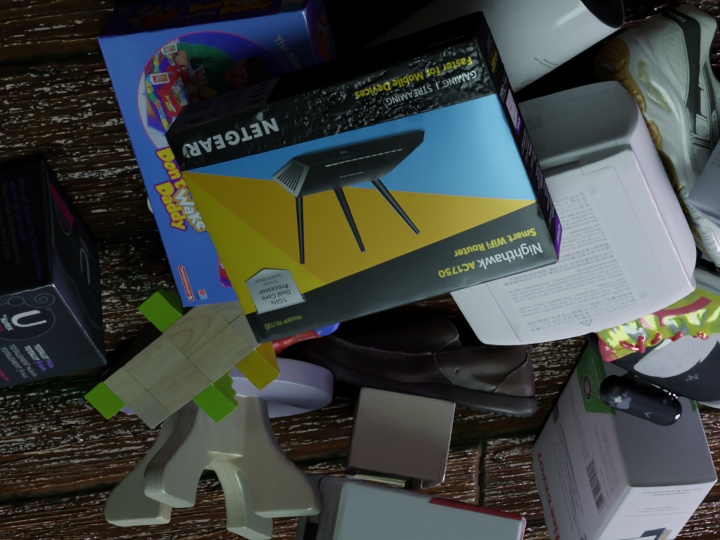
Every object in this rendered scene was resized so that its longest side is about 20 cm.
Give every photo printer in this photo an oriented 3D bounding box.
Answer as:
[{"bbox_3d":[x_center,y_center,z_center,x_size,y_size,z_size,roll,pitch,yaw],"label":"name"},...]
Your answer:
[{"bbox_3d":[0.126,-0.026,1.243,0.165,0.070,0.200,-16,143,16],"label":"photo printer"}]

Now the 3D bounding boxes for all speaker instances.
[{"bbox_3d":[0.067,-0.139,1.206,0.199,0.082,0.081,-30,142,30],"label":"speaker"}]

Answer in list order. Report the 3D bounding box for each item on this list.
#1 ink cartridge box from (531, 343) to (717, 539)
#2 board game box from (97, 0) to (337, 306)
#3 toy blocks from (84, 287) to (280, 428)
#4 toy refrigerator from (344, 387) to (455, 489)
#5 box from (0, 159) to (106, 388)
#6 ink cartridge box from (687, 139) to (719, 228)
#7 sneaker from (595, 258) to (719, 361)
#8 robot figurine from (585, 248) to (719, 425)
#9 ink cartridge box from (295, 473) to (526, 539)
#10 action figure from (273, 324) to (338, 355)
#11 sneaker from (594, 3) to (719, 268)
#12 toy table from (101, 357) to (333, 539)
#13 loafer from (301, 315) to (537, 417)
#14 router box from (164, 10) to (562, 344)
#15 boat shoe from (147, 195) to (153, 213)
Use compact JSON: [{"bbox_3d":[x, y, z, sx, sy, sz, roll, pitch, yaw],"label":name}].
[{"bbox_3d":[0.224,0.169,1.658,0.084,0.147,0.200,-2,148,-14],"label":"ink cartridge box"},{"bbox_3d":[-0.071,-0.076,1.203,0.134,0.045,0.201,-5,122,14],"label":"board game box"},{"bbox_3d":[-0.098,0.025,1.374,0.100,0.137,0.200,45,128,-10],"label":"toy blocks"},{"bbox_3d":[0.029,0.142,1.555,0.075,0.070,0.200,10,171,-1],"label":"toy refrigerator"},{"bbox_3d":[-0.291,0.017,1.331,0.199,0.107,0.122,-12,149,6],"label":"box"},{"bbox_3d":[0.319,-0.094,1.263,0.160,0.047,0.201,28,93,-43],"label":"ink cartridge box"},{"bbox_3d":[0.206,0.027,1.353,0.199,0.091,0.078,19,-174,16],"label":"sneaker"},{"bbox_3d":[0.250,0.031,1.469,0.199,0.125,0.150,24,137,-34],"label":"robot figurine"},{"bbox_3d":[0.032,0.215,1.503,0.143,0.084,0.200,12,174,-8],"label":"ink cartridge box"},{"bbox_3d":[0.000,0.000,1.413,0.199,0.066,0.099,-21,157,18],"label":"action figure"},{"bbox_3d":[0.233,-0.087,1.271,0.087,0.076,0.200,-34,126,-5],"label":"sneaker"},{"bbox_3d":[-0.117,0.140,1.509,0.199,0.118,0.184,-11,157,34],"label":"toy table"},{"bbox_3d":[0.050,0.071,1.552,0.199,0.071,0.073,11,176,-13],"label":"loafer"},{"bbox_3d":[0.004,-0.053,1.137,0.199,0.051,0.150,-16,113,19],"label":"router box"},{"bbox_3d":[-0.049,-0.066,1.307,0.199,0.062,0.075,0,148,-9],"label":"boat shoe"}]
